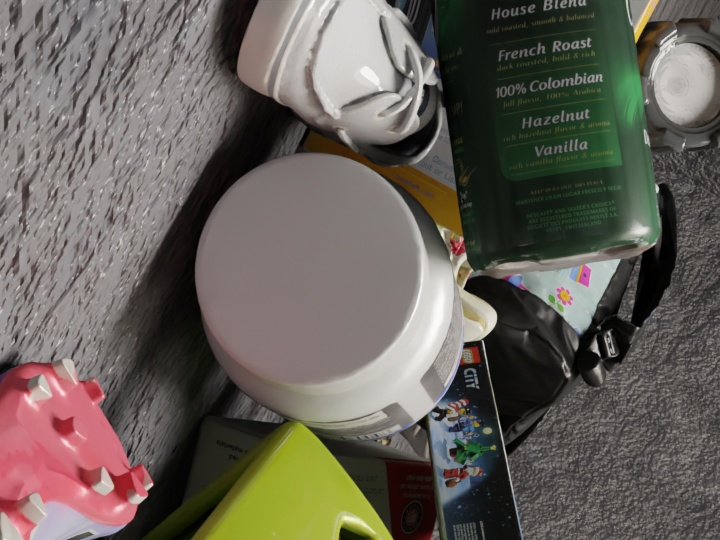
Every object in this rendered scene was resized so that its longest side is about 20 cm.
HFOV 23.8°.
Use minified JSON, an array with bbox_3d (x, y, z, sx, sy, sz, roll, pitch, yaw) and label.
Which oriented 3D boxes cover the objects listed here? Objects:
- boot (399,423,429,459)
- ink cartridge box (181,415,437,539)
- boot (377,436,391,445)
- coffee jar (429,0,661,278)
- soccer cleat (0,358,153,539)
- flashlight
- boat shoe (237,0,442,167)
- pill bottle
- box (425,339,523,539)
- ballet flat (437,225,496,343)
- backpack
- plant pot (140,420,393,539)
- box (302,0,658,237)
[{"bbox_3d":[0.047,0.078,1.131,0.073,0.096,0.200,-33,145,3],"label":"boot"},{"bbox_3d":[-0.040,0.192,0.948,0.144,0.083,0.202,14,91,-57],"label":"ink cartridge box"},{"bbox_3d":[-0.044,0.177,1.195,0.151,0.073,0.202,-43,154,-61],"label":"boot"},{"bbox_3d":[0.073,-0.101,0.729,0.104,0.084,0.203,12,69,-85],"label":"coffee jar"},{"bbox_3d":[-0.125,0.075,0.557,0.076,0.067,0.200,-31,179,6],"label":"soccer cleat"},{"bbox_3d":[0.135,-0.094,0.903,0.068,0.068,0.200,-41,-169,-9],"label":"flashlight"},{"bbox_3d":[0.000,-0.080,0.703,0.073,0.068,0.200,-60,170,-8],"label":"boat shoe"},{"bbox_3d":[-0.011,0.015,0.779,0.115,0.113,0.200,-60,171,-6],"label":"pill bottle"},{"bbox_3d":[0.062,0.152,0.866,0.201,0.037,0.138,-97,178,-53],"label":"box"},{"bbox_3d":[0.054,-0.003,0.920,0.202,0.063,0.076,-64,169,20],"label":"ballet flat"},{"bbox_3d":[0.107,-0.002,1.048,0.167,0.126,0.201,-39,-165,54],"label":"backpack"},{"bbox_3d":[-0.058,0.220,0.741,0.200,0.181,0.199,-43,-176,47],"label":"plant pot"},{"bbox_3d":[0.070,-0.119,0.807,0.202,0.118,0.041,-62,170,8],"label":"box"}]
